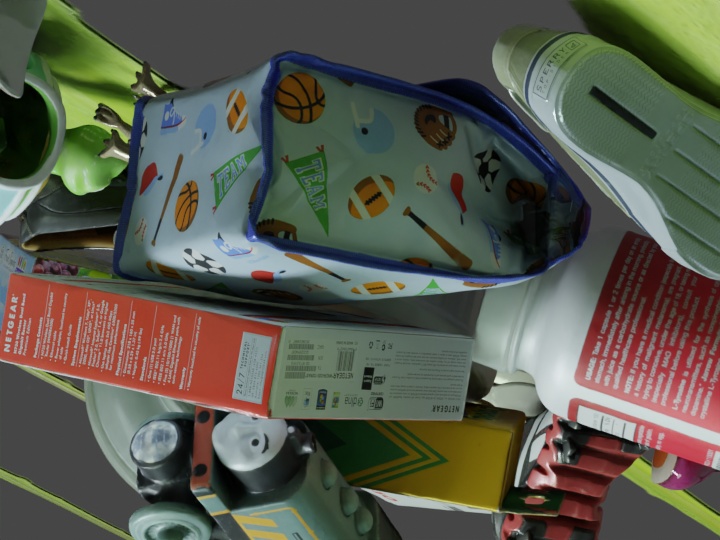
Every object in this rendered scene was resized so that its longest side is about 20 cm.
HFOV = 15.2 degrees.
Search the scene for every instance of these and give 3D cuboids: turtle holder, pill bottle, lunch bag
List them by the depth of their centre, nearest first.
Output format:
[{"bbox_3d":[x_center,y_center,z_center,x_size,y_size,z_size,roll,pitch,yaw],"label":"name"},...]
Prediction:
[{"bbox_3d":[-0.003,-0.040,1.413,0.199,0.124,0.170,13,170,-27],"label":"lunch bag"},{"bbox_3d":[0.169,0.042,1.512,0.199,0.113,0.112,19,166,9],"label":"pill bottle"},{"bbox_3d":[-0.232,-0.075,1.562,0.131,0.141,0.186,8,147,42],"label":"turtle holder"}]

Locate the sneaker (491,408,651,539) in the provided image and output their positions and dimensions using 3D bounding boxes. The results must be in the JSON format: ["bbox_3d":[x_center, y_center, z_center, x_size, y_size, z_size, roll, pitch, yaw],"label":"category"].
[{"bbox_3d":[0.137,0.111,1.740,0.071,0.201,0.098,16,-157,-20],"label":"sneaker"}]

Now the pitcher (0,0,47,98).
[{"bbox_3d":[-0.265,-0.170,1.362,0.199,0.122,0.172,9,145,1],"label":"pitcher"}]

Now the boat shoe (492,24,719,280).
[{"bbox_3d":[0.139,-0.063,1.289,0.200,0.072,0.062,39,-178,-42],"label":"boat shoe"}]

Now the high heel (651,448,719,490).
[{"bbox_3d":[0.233,0.099,1.628,0.096,0.068,0.200,22,-160,7],"label":"high heel"}]

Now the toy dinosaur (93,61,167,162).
[{"bbox_3d":[-0.094,-0.069,1.547,0.101,0.058,0.200,28,-170,-23],"label":"toy dinosaur"}]

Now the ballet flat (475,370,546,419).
[{"bbox_3d":[0.067,0.058,1.793,0.199,0.071,0.065,14,-155,-1],"label":"ballet flat"}]

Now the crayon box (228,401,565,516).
[{"bbox_3d":[0.025,0.101,1.586,0.199,0.051,0.127,10,-178,5],"label":"crayon box"}]

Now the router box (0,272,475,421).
[{"bbox_3d":[-0.064,0.042,1.459,0.179,0.049,0.200,10,-177,32],"label":"router box"}]

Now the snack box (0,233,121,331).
[{"bbox_3d":[-0.152,0.032,1.883,0.199,0.068,0.169,14,-177,-18],"label":"snack box"}]

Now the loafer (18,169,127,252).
[{"bbox_3d":[-0.135,-0.028,1.758,0.199,0.073,0.073,11,163,31],"label":"loafer"}]

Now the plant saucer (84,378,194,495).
[{"bbox_3d":[-0.080,0.063,1.742,0.199,0.201,0.050,19,160,6],"label":"plant saucer"}]

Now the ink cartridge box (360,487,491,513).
[{"bbox_3d":[0.040,0.120,2.045,0.146,0.085,0.200,28,165,-28],"label":"ink cartridge box"}]

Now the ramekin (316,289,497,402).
[{"bbox_3d":[0.000,0.000,1.630,0.202,0.095,0.202,19,167,5],"label":"ramekin"}]

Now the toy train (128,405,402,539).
[{"bbox_3d":[-0.052,0.138,1.500,0.114,0.085,0.200,-13,141,16],"label":"toy train"}]
